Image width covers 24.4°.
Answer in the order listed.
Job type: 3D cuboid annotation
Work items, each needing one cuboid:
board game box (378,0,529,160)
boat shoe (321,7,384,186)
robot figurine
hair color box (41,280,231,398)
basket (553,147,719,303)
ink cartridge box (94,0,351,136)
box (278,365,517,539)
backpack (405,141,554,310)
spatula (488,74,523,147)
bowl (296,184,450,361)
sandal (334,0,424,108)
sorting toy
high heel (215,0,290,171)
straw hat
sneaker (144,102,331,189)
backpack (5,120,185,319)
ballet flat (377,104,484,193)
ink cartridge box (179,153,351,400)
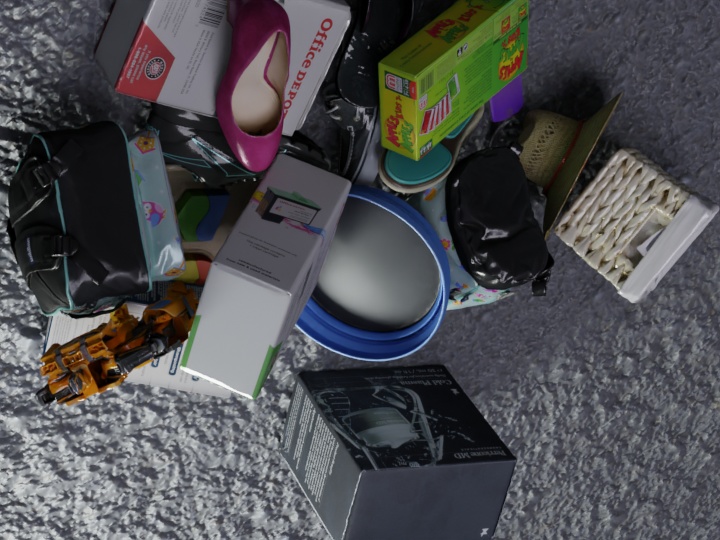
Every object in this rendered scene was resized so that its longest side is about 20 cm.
[{"bbox_3d":[0.097,-0.208,1.681,0.200,0.048,0.102,-41,144,-36],"label":"board game box"},{"bbox_3d":[-0.007,-0.179,1.709,0.071,0.072,0.200,2,110,-19],"label":"boat shoe"},{"bbox_3d":[-0.231,0.071,1.573,0.145,0.200,0.058,-23,96,21],"label":"robot figurine"},{"bbox_3d":[-0.222,0.062,1.728,0.200,0.061,0.100,11,120,-13],"label":"hair color box"},{"bbox_3d":[0.308,-0.055,1.850,0.136,0.123,0.200,-52,171,11],"label":"basket"},{"bbox_3d":[-0.132,-0.228,1.594,0.200,0.083,0.147,12,116,-33],"label":"ink cartridge box"},{"bbox_3d":[0.039,0.213,1.908,0.200,0.197,0.124,-1,122,-26],"label":"box"},{"bbox_3d":[0.108,-0.034,1.784,0.127,0.167,0.200,-4,167,-22],"label":"backpack"},{"bbox_3d":[0.151,-0.140,1.834,0.057,0.021,0.200,-29,139,-38],"label":"spatula"},{"bbox_3d":[0.000,0.000,1.729,0.201,0.039,0.201,11,124,17],"label":"bowl"},{"bbox_3d":[0.028,-0.257,1.633,0.075,0.048,0.201,11,92,-15],"label":"sandal"},{"bbox_3d":[-0.137,-0.027,1.759,0.185,0.036,0.200,-4,123,-25],"label":"sorting toy"},{"bbox_3d":[-0.089,-0.163,1.542,0.067,0.096,0.200,-9,126,-21],"label":"high heel"},{"bbox_3d":[0.208,-0.132,1.817,0.085,0.201,0.201,27,113,5],"label":"straw hat"},{"bbox_3d":[-0.127,-0.121,1.676,0.200,0.075,0.079,16,106,-23],"label":"sneaker"},{"bbox_3d":[-0.257,-0.044,1.583,0.153,0.200,0.176,-12,86,-29],"label":"backpack"},{"bbox_3d":[0.070,-0.124,1.731,0.200,0.069,0.069,-47,143,-43],"label":"ballet flat"},{"bbox_3d":[-0.090,0.002,1.613,0.084,0.200,0.145,23,129,3],"label":"ink cartridge box"}]
